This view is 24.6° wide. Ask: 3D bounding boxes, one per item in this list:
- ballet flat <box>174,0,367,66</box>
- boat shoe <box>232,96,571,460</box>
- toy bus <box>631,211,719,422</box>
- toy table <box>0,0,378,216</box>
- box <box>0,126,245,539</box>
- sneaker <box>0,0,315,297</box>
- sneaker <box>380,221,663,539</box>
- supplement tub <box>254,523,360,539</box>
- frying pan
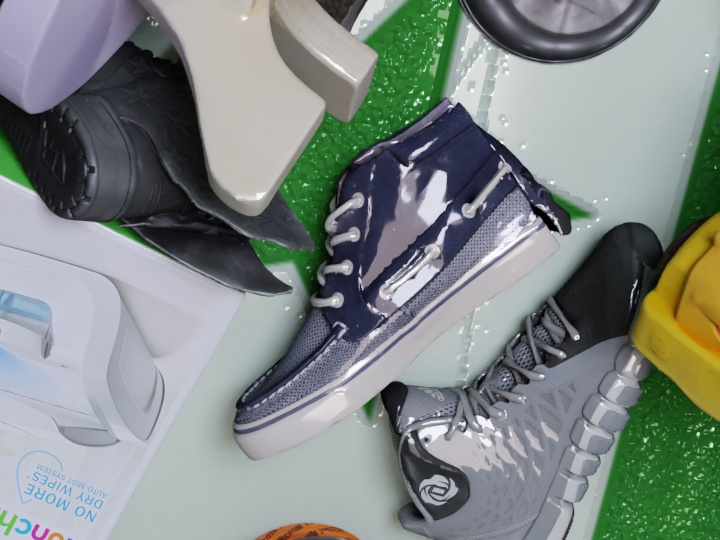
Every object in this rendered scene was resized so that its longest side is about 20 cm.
[{"bbox_3d":[-0.028,-0.134,0.778,0.067,0.046,0.200,27,109,-40],"label":"ballet flat"},{"bbox_3d":[0.000,0.000,0.814,0.200,0.075,0.093,-38,103,-4],"label":"boat shoe"},{"bbox_3d":[0.234,-0.036,0.741,0.199,0.135,0.193,-29,141,-34],"label":"toy bus"},{"bbox_3d":[-0.042,-0.123,0.656,0.117,0.184,0.201,32,86,4],"label":"toy table"},{"bbox_3d":[-0.181,0.024,0.765,0.199,0.097,0.177,27,105,-15],"label":"box"},{"bbox_3d":[-0.104,-0.071,0.735,0.104,0.200,0.060,1,135,-39],"label":"sneaker"},{"bbox_3d":[0.073,0.059,0.839,0.115,0.075,0.201,17,105,-12],"label":"sneaker"},{"bbox_3d":[-0.016,0.210,0.805,0.121,0.200,0.124,-3,108,-9],"label":"supplement tub"},{"bbox_3d":[0.131,-0.176,0.797,0.189,0.031,0.115,-34,112,5],"label":"frying pan"}]
